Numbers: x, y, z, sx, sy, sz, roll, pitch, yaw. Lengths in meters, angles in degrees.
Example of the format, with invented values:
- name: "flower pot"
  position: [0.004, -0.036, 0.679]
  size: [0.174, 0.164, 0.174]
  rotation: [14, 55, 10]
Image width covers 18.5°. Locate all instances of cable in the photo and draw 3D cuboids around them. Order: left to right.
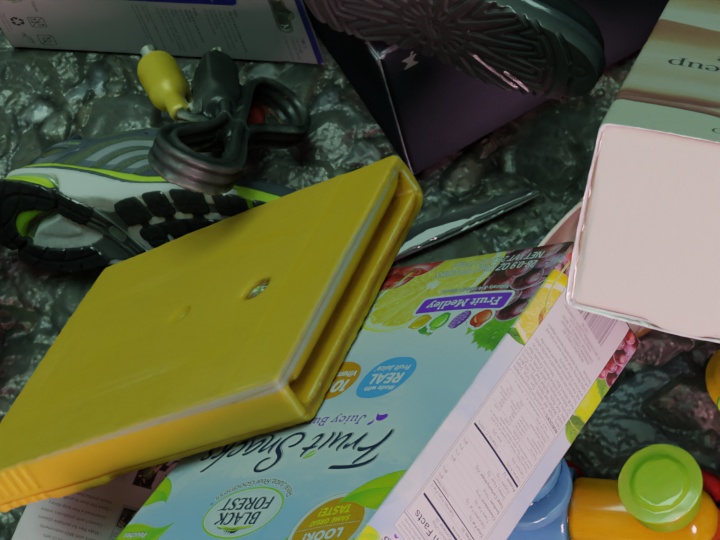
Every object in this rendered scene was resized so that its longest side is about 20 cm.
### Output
- name: "cable"
  position: [-0.073, -0.067, 1.157]
  size: [0.050, 0.097, 0.200]
  rotation: [-56, 16, 21]

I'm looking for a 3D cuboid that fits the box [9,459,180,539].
- name: "box"
  position: [-0.100, 0.134, 1.114]
  size: [0.144, 0.036, 0.201]
  rotation: [13, 64, 20]

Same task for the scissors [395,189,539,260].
- name: "scissors"
  position: [0.000, 0.000, 1.181]
  size: [0.199, 0.014, 0.073]
  rotation: [-7, 57, 8]

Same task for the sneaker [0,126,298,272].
- name: "sneaker"
  position: [-0.103, -0.042, 1.186]
  size: [0.199, 0.074, 0.081]
  rotation: [10, 43, 24]

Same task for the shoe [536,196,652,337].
- name: "shoe"
  position: [0.126, 0.001, 1.125]
  size: [0.200, 0.053, 0.070]
  rotation: [-43, 61, -12]

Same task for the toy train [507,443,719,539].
- name: "toy train"
  position: [0.149, 0.117, 1.017]
  size: [0.199, 0.116, 0.085]
  rotation: [4, 62, 15]

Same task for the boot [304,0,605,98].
- name: "boot"
  position: [0.083, -0.193, 1.103]
  size: [0.164, 0.066, 0.200]
  rotation: [21, 62, 20]

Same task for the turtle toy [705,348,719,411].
- name: "turtle toy"
  position: [0.258, 0.066, 1.013]
  size: [0.199, 0.146, 0.102]
  rotation: [0, 74, -13]

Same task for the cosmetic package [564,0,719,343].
- name: "cosmetic package"
  position: [0.163, -0.050, 0.973]
  size: [0.103, 0.088, 0.200]
  rotation: [13, 27, 11]

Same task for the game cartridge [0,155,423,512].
- name: "game cartridge"
  position: [-0.078, 0.032, 1.057]
  size: [0.199, 0.032, 0.177]
  rotation: [-21, 27, 35]

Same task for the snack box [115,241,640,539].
- name: "snack box"
  position: [0.003, 0.081, 0.972]
  size: [0.168, 0.068, 0.200]
  rotation: [-9, 35, 48]

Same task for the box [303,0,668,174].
- name: "box"
  position: [0.058, -0.194, 1.210]
  size: [0.199, 0.123, 0.199]
  rotation: [-29, 58, -5]

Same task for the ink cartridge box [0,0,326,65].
- name: "ink cartridge box"
  position: [-0.119, -0.163, 1.249]
  size: [0.199, 0.100, 0.039]
  rotation: [6, 61, 16]
